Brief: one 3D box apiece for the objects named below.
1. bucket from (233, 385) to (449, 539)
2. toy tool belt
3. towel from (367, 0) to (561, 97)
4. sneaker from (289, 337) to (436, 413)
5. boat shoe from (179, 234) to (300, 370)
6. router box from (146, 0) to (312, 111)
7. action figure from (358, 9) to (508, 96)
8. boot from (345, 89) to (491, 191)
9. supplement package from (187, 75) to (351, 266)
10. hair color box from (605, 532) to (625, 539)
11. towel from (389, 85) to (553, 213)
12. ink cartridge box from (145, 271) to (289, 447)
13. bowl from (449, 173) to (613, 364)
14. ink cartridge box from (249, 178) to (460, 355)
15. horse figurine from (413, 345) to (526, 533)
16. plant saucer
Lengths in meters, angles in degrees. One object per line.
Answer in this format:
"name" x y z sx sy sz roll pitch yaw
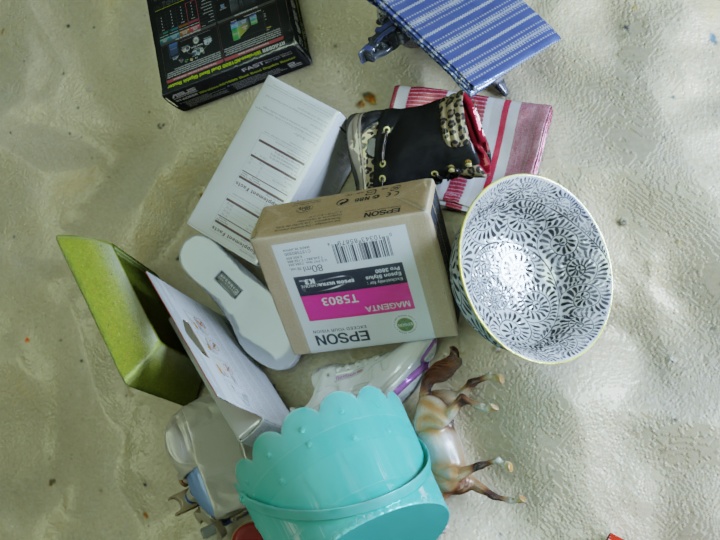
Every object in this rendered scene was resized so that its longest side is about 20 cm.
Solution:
"bucket" -0.015 0.233 0.915 0.207 0.207 0.135 -38 55 8
"toy tool belt" -0.162 0.249 1.042 0.124 0.123 0.201 -19 77 -23
"towel" 0.107 -0.289 0.997 0.144 0.024 0.200 -34 69 -23
"sneaker" -0.001 0.127 1.014 0.200 0.075 0.100 -44 71 7
"boat shoe" -0.141 0.039 1.085 0.071 0.070 0.200 -45 80 2
"router box" -0.173 -0.315 1.166 0.198 0.062 0.151 -16 74 15
"action figure" 0.087 -0.272 1.050 0.193 0.105 0.200 34 67 26
"boot" 0.074 -0.098 1.007 0.149 0.073 0.202 -13 89 26
"supplement package" -0.098 -0.109 1.073 0.109 0.114 0.201 30 90 20
"hair color box" 0.258 0.381 0.884 0.110 0.064 0.201 23 89 21
"towel" 0.115 -0.142 1.056 0.198 0.023 0.145 13 83 21
"ink cartridge box" -0.163 0.108 0.998 0.044 0.173 0.200 -43 54 6
"bowl" 0.165 0.006 0.954 0.094 0.199 0.203 -24 62 60
"ink cartridge box" 0.000 0.000 0.975 0.198 0.166 0.075 -9 32 16
"horse figurine" 0.103 0.185 0.975 0.132 0.050 0.202 -15 83 34
"plant saucer" -0.258 0.055 1.056 0.048 0.200 0.201 -31 71 0
